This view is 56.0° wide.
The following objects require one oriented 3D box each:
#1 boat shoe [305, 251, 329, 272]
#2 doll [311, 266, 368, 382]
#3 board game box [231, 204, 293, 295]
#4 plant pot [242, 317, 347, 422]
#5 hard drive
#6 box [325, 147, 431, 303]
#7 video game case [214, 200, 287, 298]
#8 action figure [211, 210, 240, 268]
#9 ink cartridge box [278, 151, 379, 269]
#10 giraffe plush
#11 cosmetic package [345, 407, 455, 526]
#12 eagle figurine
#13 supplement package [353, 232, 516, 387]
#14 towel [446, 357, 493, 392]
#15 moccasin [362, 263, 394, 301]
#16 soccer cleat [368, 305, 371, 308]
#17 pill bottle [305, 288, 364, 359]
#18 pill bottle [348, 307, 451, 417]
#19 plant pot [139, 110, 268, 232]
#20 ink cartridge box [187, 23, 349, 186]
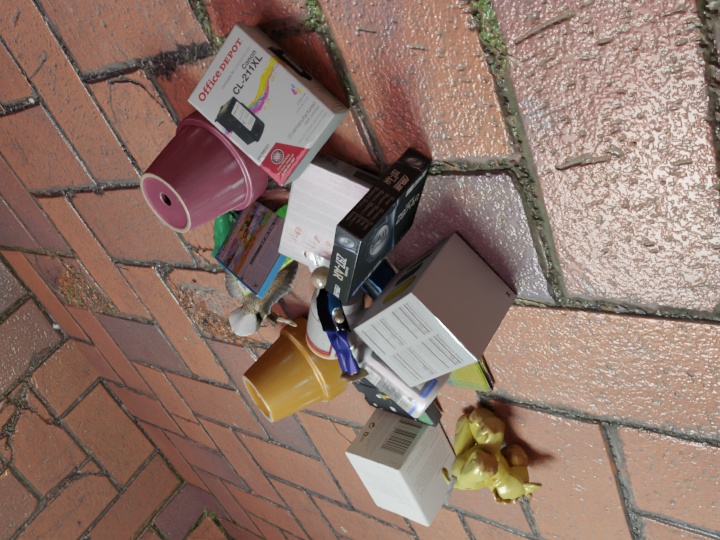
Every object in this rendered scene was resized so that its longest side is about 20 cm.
[{"bbox_3d":[-0.071,-0.085,1.241,0.064,0.074,0.202,-1,130,10],"label":"boat shoe"},{"bbox_3d":[-0.046,0.091,1.183,0.136,0.048,0.202,-2,107,71],"label":"doll"},{"bbox_3d":[-0.185,-0.041,1.349,0.199,0.030,0.096,-34,87,29],"label":"board game box"},{"bbox_3d":[-0.159,0.240,1.536,0.200,0.182,0.201,45,156,27],"label":"plant pot"},{"bbox_3d":[0.071,0.270,1.491,0.198,0.038,0.140,9,144,44],"label":"hard drive"},{"bbox_3d":[0.026,-0.068,1.026,0.043,0.200,0.161,32,145,13],"label":"box"},{"bbox_3d":[-0.201,-0.048,1.296,0.018,0.144,0.199,29,-177,-41],"label":"video game case"},{"bbox_3d":[-0.277,-0.079,1.463,0.117,0.055,0.201,31,138,20],"label":"action figure"},{"bbox_3d":[-0.048,-0.089,1.156,0.161,0.057,0.201,24,132,9],"label":"ink cartridge box"},{"bbox_3d":[0.271,0.393,1.350,0.160,0.202,0.173,21,-179,-11],"label":"giraffe plush"},{"bbox_3d":[0.103,0.439,1.554,0.164,0.165,0.201,5,131,43],"label":"cosmetic package"},{"bbox_3d":[-0.211,0.028,1.441,0.201,0.150,0.152,99,157,-45],"label":"eagle figurine"},{"bbox_3d":[0.120,0.071,1.126,0.151,0.152,0.200,44,146,-6],"label":"supplement package"},{"bbox_3d":[0.160,0.171,1.320,0.199,0.023,0.145,3,131,45],"label":"towel"},{"bbox_3d":[0.000,0.000,1.237,0.068,0.081,0.201,-15,116,46],"label":"moccasin"},{"bbox_3d":[0.021,0.140,1.392,0.077,0.069,0.201,25,146,30],"label":"soccer cleat"},{"bbox_3d":[-0.050,0.087,1.362,0.109,0.110,0.201,33,146,13],"label":"pill bottle"},{"bbox_3d":[0.060,0.167,1.257,0.199,0.114,0.114,39,147,7],"label":"pill bottle"},{"bbox_3d":[-0.301,-0.174,1.262,0.199,0.179,0.201,28,144,22],"label":"plant pot"},{"bbox_3d":[-0.142,-0.253,1.039,0.200,0.083,0.146,41,112,0],"label":"ink cartridge box"}]
